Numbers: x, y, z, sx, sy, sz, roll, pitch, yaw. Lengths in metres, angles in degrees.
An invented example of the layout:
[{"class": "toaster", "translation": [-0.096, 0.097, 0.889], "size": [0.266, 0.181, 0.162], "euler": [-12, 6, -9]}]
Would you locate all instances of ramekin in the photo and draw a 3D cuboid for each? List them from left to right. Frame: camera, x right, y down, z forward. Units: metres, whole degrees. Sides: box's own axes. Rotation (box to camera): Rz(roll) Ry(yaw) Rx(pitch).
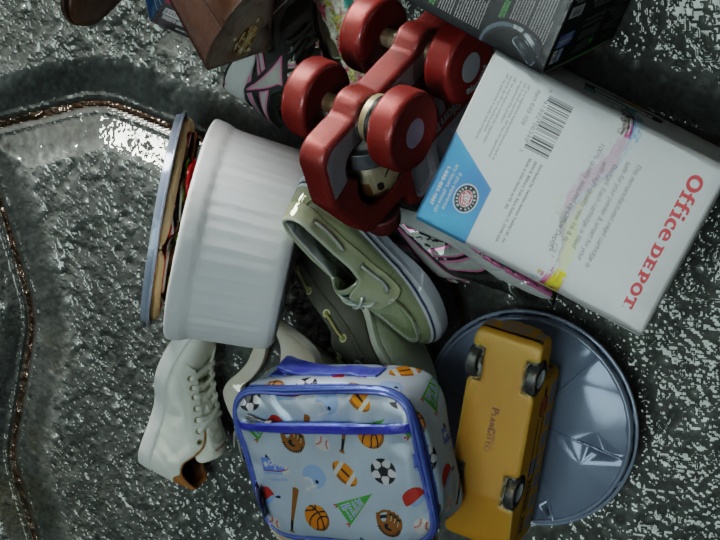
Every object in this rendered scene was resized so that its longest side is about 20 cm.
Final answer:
[{"class": "ramekin", "translation": [-0.106, -0.026, 1.505], "size": [0.097, 0.201, 0.201], "euler": [14, 114, -1]}]

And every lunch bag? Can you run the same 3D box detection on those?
[{"class": "lunch bag", "translation": [-0.017, 0.153, 1.447], "size": [0.199, 0.076, 0.161], "euler": [-2, 111, 32]}]

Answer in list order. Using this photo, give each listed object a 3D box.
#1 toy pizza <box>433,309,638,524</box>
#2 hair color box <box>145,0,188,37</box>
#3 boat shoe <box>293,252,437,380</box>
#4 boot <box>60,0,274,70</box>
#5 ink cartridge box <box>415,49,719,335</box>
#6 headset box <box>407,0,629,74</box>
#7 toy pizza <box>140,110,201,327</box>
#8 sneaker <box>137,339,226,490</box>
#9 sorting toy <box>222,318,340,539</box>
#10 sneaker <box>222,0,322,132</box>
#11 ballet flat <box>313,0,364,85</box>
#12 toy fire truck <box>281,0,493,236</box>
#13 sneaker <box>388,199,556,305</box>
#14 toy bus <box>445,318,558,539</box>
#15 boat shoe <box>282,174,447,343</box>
[{"class": "toy pizza", "translation": [0.154, 0.130, 1.505], "size": [0.199, 0.032, 0.201], "euler": [8, 108, 25]}, {"class": "hair color box", "translation": [-0.097, -0.288, 1.464], "size": [0.200, 0.100, 0.061], "euler": [-50, 38, 30]}, {"class": "boat shoe", "translation": [0.004, 0.054, 1.522], "size": [0.060, 0.072, 0.202], "euler": [-42, 62, 26]}, {"class": "boot", "translation": [-0.160, -0.221, 1.411], "size": [0.200, 0.064, 0.187], "euler": [53, 125, 26]}, {"class": "ink cartridge box", "translation": [0.173, -0.068, 1.340], "size": [0.199, 0.146, 0.147], "euler": [28, 104, 7]}, {"class": "headset box", "translation": [0.105, -0.253, 1.330], "size": [0.199, 0.174, 0.093], "euler": [31, 117, 15]}, {"class": "toy pizza", "translation": [-0.169, -0.046, 1.545], "size": [0.032, 0.200, 0.201], "euler": [9, 113, -4]}, {"class": "sneaker", "translation": [-0.157, 0.132, 1.660], "size": [0.084, 0.073, 0.201], "euler": [31, 129, 18]}, {"class": "sorting toy", "translation": [-0.056, 0.129, 1.593], "size": [0.180, 0.107, 0.201], "euler": [42, 130, 23]}, {"class": "sneaker", "translation": [-0.058, -0.190, 1.463], "size": [0.086, 0.080, 0.200], "euler": [44, 160, 10]}, {"class": "ballet flat", "translation": [0.004, -0.186, 1.473], "size": [0.064, 0.075, 0.201], "euler": [-19, 88, 41]}, {"class": "toy fire truck", "translation": [0.031, -0.115, 1.367], "size": [0.112, 0.200, 0.168], "euler": [21, 148, 31]}, {"class": "sneaker", "translation": [0.087, -0.023, 1.478], "size": [0.200, 0.080, 0.087], "euler": [32, 139, 16]}, {"class": "toy bus", "translation": [0.124, 0.139, 1.452], "size": [0.065, 0.078, 0.201], "euler": [17, 112, 23]}, {"class": "boat shoe", "translation": [0.000, 0.000, 1.449], "size": [0.072, 0.062, 0.200], "euler": [0, 136, 53]}]
